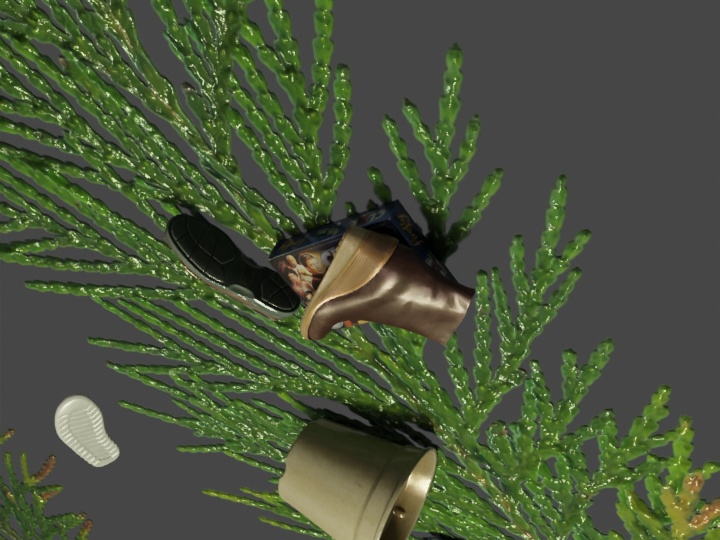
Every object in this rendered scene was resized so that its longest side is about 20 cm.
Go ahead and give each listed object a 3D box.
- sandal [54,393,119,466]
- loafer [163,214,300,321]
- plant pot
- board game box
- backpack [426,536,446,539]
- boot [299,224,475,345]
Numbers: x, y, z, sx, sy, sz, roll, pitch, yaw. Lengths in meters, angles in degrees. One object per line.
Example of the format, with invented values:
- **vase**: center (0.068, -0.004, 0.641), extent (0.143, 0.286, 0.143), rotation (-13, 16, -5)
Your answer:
- **sandal**: center (-0.493, 0.281, 1.645), extent (0.050, 0.082, 0.204), rotation (51, 160, 41)
- **loafer**: center (-0.172, 0.006, 1.190), extent (0.199, 0.072, 0.063), rotation (35, 144, -13)
- **plant pot**: center (-0.012, 0.312, 1.348), extent (0.182, 0.201, 0.202), rotation (24, 141, 20)
- **board game box**: center (0.000, 0.000, 1.118), extent (0.198, 0.035, 0.136), rotation (-17, 123, 38)
- **backpack**: center (0.148, 0.561, 1.495), extent (0.180, 0.201, 0.136), rotation (13, 138, 15)
- **boot**: center (0.026, 0.050, 1.073), extent (0.165, 0.073, 0.201), rotation (29, 135, 0)
